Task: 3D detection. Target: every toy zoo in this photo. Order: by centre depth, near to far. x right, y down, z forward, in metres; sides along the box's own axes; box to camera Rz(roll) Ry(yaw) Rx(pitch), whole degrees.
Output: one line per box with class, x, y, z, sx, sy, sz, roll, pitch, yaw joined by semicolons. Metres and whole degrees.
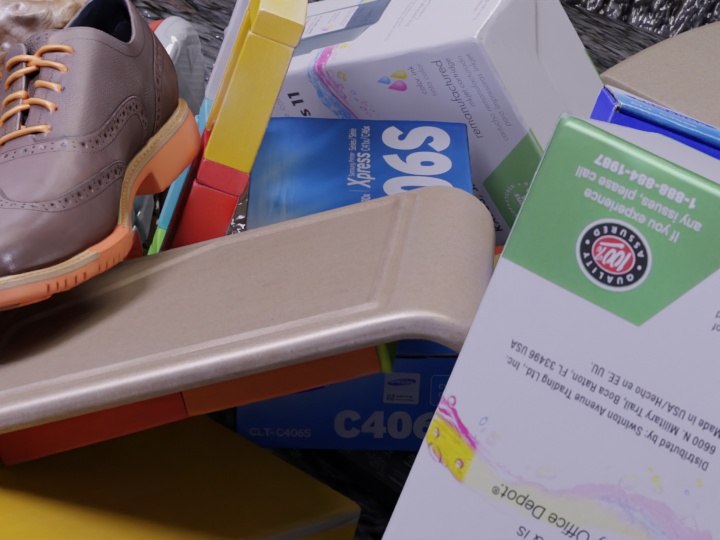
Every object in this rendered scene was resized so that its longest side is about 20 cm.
toy zoo;-0.057;-0.049;0.915;0.020;0.201;0.131;19;14;-9

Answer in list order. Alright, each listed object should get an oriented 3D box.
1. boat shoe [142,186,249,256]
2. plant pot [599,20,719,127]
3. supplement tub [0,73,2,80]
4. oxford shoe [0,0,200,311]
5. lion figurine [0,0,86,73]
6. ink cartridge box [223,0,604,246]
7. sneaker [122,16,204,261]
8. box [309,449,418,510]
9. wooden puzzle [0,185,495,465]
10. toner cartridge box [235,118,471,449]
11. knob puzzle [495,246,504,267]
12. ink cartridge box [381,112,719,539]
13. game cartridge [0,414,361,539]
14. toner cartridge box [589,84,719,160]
boat shoe;-0.039;0.001;1.069;0.199;0.072;0.068;19;-21;8
plant pot;0.225;-0.033;1.344;0.176;0.201;0.199;-2;25;-42
supplement tub;-0.214;-0.039;0.803;0.122;0.123;0.200;27;15;25
oxford shoe;-0.115;-0.042;0.796;0.071;0.073;0.200;-10;21;15
lion figurine;-0.212;-0.078;0.957;0.122;0.073;0.200;19;45;24
ink cartridge box;0.016;-0.069;1.070;0.199;0.067;0.117;-7;-53;41
sneaker;-0.135;-0.046;1.009;0.081;0.078;0.200;7;35;16
box;0.095;0.094;0.919;0.199;0.046;0.158;31;18;38
wooden puzzle;-0.054;0.019;0.759;0.198;0.038;0.185;-9;13;7
toner cartridge box;0.000;0.000;0.912;0.094;0.043;0.200;0;29;-1
knob puzzle;0.033;-0.035;1.190;0.218;0.031;0.221;-4;49;5
ink cartridge box;0.093;0.076;0.655;0.144;0.201;0.084;27;11;25
game cartridge;-0.118;0.065;0.748;0.176;0.033;0.200;28;17;24
toner cartridge box;0.088;0.050;0.745;0.094;0.201;0.043;20;12;-5
